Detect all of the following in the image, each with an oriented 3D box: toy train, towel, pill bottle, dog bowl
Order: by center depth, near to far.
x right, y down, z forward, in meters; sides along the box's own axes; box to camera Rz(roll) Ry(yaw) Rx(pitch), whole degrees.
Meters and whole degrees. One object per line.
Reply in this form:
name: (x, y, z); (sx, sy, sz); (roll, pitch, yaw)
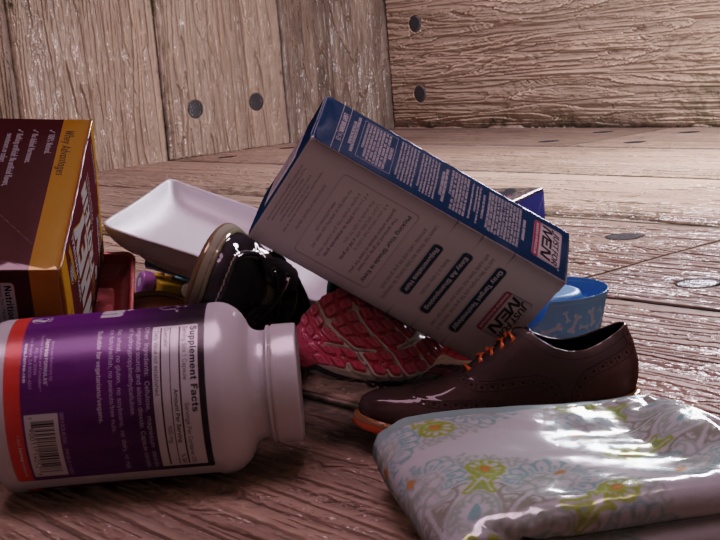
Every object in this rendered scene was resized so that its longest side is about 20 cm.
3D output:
towel: (0.119, 0.114, 0.718); (0.199, 0.048, 0.171); (-7, 10, -11)
pill bottle: (-0.139, 0.080, 0.838); (0.199, 0.113, 0.112); (-5, 10, -2)
dog bowl: (0.114, 0.044, 1.104); (0.199, 0.050, 0.111); (-5, 10, -5)
toy train: (-0.144, 0.039, 1.259); (0.150, 0.056, 0.200); (13, 3, -3)

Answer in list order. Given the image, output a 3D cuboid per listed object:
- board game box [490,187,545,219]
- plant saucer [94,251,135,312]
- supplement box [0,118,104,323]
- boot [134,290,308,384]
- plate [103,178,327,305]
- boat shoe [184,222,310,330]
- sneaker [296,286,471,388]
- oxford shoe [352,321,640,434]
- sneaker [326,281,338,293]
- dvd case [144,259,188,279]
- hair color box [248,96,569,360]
board game box: (0.083, -0.030, 1.390); (0.199, 0.097, 0.159); (0, 11, 25)
plant saucer: (-0.277, 0.061, 1.001); (0.199, 0.037, 0.200); (-2, 39, -7)
supplement box: (-0.302, -0.008, 0.951); (0.199, 0.133, 0.198); (0, 38, -4)
boot: (-0.141, 0.072, 1.044); (0.199, 0.077, 0.155); (1, 13, -12)
plate: (-0.112, -0.019, 1.155); (0.199, 0.032, 0.200); (19, 16, 3)
boat shoe: (-0.076, 0.014, 0.947); (0.065, 0.072, 0.200); (23, -5, 9)
sneaker: (0.026, 0.061, 0.948); (0.200, 0.081, 0.075); (2, -40, -48)
oxford shoe: (0.092, 0.073, 0.879); (0.199, 0.073, 0.071); (-6, 11, -8)
sneaker: (0.000, 0.000, 1.076); (0.080, 0.072, 0.200); (-32, 14, -7)
dvd case: (-0.101, 0.006, 1.283); (0.150, 0.025, 0.200); (14, 3, 21)
hair color box: (0.035, -0.024, 0.894); (0.200, 0.100, 0.061); (29, 37, -10)
